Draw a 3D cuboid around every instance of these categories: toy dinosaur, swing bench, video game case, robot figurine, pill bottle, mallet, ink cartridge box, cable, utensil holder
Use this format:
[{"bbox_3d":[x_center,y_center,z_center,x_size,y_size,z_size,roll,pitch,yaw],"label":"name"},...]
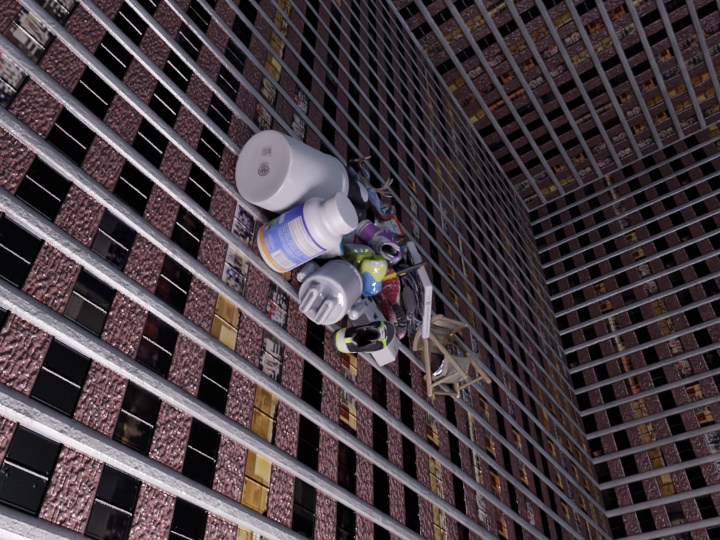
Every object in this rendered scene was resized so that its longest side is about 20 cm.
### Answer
[{"bbox_3d":[0.021,-0.216,1.723,0.105,0.199,0.183,-24,102,-53],"label":"toy dinosaur"},{"bbox_3d":[0.252,0.246,1.808,0.198,0.129,0.202,21,44,-55],"label":"swing bench"},{"bbox_3d":[0.158,0.052,1.735,0.201,0.023,0.183,-106,-169,-50],"label":"video game case"},{"bbox_3d":[-0.063,0.045,1.389,0.169,0.113,0.200,40,26,4],"label":"robot figurine"},{"bbox_3d":[-0.108,-0.083,1.315,0.112,0.199,0.113,44,31,-36],"label":"pill bottle"},{"bbox_3d":[0.080,0.018,1.627,0.198,0.066,0.041,-14,56,-27],"label":"mallet"},{"bbox_3d":[0.080,-0.145,1.903,0.199,0.050,0.110,9,53,-60],"label":"ink cartridge box"},{"bbox_3d":[0.130,0.073,1.739,0.163,0.050,0.202,88,-10,-68],"label":"cable"},{"bbox_3d":[-0.059,-0.184,1.597,0.199,0.149,0.126,24,63,-55],"label":"robot figurine"},{"bbox_3d":[-0.149,-0.198,1.384,0.199,0.169,0.171,14,55,-56],"label":"utensil holder"}]

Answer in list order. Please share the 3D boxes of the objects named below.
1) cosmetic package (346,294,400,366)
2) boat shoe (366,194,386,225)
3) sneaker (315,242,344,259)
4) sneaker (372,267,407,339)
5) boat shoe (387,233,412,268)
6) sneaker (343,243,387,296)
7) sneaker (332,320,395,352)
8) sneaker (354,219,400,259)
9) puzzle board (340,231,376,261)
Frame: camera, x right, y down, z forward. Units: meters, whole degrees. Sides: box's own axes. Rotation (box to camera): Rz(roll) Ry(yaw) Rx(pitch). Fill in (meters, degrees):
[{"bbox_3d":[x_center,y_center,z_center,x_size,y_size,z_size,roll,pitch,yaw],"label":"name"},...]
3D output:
[{"bbox_3d":[0.024,0.128,1.555,0.201,0.050,0.083,57,27,-15],"label":"cosmetic package"},{"bbox_3d":[0.017,-0.180,1.765,0.065,0.073,0.201,39,19,-52],"label":"boat shoe"},{"bbox_3d":[-0.084,-0.078,1.502,0.200,0.080,0.077,-97,176,-77],"label":"sneaker"},{"bbox_3d":[0.073,0.087,1.671,0.075,0.080,0.202,76,4,-68],"label":"sneaker"},{"bbox_3d":[0.097,-0.070,1.816,0.072,0.072,0.200,49,22,-3],"label":"boat shoe"},{"bbox_3d":[0.000,0.000,1.526,0.200,0.075,0.106,-140,-127,-64],"label":"sneaker"},{"bbox_3d":[0.025,0.155,1.444,0.199,0.082,0.073,-7,88,-46],"label":"sneaker"},{"bbox_3d":[0.063,-0.063,1.639,0.114,0.073,0.200,39,12,19],"label":"sneaker"},{"bbox_3d":[-0.009,-0.070,1.684,0.151,0.017,0.201,46,29,-25],"label":"puzzle board"}]
